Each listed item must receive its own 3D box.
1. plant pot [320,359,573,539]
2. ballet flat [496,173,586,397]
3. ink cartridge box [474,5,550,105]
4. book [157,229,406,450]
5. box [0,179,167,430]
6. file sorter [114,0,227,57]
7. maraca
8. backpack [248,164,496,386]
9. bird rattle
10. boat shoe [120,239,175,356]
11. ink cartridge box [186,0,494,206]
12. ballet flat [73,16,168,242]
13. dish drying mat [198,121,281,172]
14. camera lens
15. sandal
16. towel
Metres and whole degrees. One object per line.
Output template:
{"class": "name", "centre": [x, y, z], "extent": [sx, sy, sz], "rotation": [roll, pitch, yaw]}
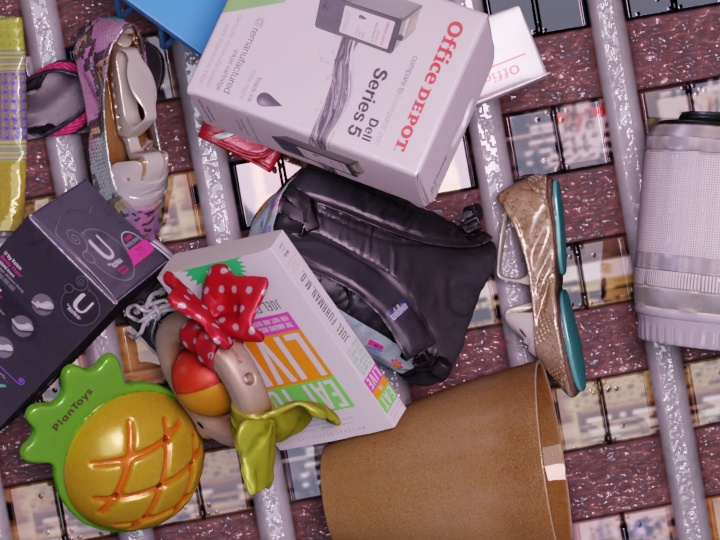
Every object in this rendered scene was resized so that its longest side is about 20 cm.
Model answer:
{"class": "plant pot", "centre": [0.072, 0.182, 1.695], "extent": [0.200, 0.186, 0.187], "rotation": [-8, 93, 10]}
{"class": "ballet flat", "centre": [0.157, 0.016, 1.742], "extent": [0.065, 0.071, 0.200], "rotation": [-8, 87, 13]}
{"class": "ink cartridge box", "centre": [0.087, -0.170, 1.655], "extent": [0.117, 0.200, 0.067], "rotation": [-22, 94, -2]}
{"class": "book", "centre": [-0.064, 0.058, 1.655], "extent": [0.200, 0.133, 0.048], "rotation": [55, 46, -24]}
{"class": "box", "centre": [-0.278, 0.037, 1.652], "extent": [0.106, 0.122, 0.200], "rotation": [45, 114, -2]}
{"class": "file sorter", "centre": [-0.133, -0.249, 1.662], "extent": [0.200, 0.123, 0.139], "rotation": [36, 79, 2]}
{"class": "maraca", "centre": [-0.210, 0.151, 1.678], "extent": [0.137, 0.107, 0.200], "rotation": [-51, 135, -9]}
{"class": "backpack", "centre": [0.000, 0.000, 1.687], "extent": [0.200, 0.127, 0.167], "rotation": [27, 60, -12]}
{"class": "bird rattle", "centre": [-0.121, 0.088, 1.618], "extent": [0.113, 0.163, 0.200], "rotation": [-45, 111, -28]}
{"class": "boat shoe", "centre": [-0.172, 0.041, 1.717], "extent": [0.074, 0.068, 0.199], "rotation": [-35, 94, -1]}
{"class": "ink cartridge box", "centre": [-0.012, -0.157, 1.532], "extent": [0.200, 0.084, 0.146], "rotation": [21, 78, 13]}
{"class": "ballet flat", "centre": [-0.196, -0.118, 1.669], "extent": [0.069, 0.071, 0.200], "rotation": [-16, 101, -39]}
{"class": "dish drying mat", "centre": [-0.068, -0.192, 1.737], "extent": [0.077, 0.018, 0.200], "rotation": [26, 91, -3]}
{"class": "camera lens", "centre": [0.321, -0.034, 1.694], "extent": [0.160, 0.160, 0.200], "rotation": [5, 92, -3]}
{"class": "sandal", "centre": [-0.266, -0.149, 1.714], "extent": [0.200, 0.045, 0.075], "rotation": [-17, 92, -2]}
{"class": "towel", "centre": [-0.359, -0.125, 1.705], "extent": [0.143, 0.023, 0.200], "rotation": [4, 95, 11]}
